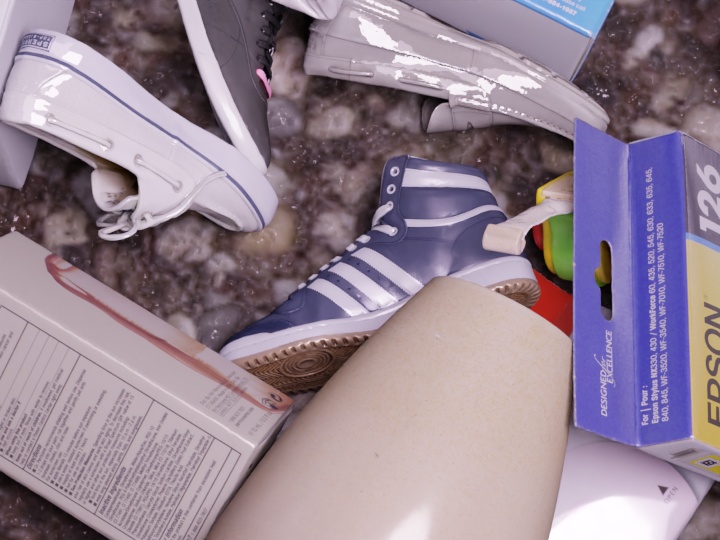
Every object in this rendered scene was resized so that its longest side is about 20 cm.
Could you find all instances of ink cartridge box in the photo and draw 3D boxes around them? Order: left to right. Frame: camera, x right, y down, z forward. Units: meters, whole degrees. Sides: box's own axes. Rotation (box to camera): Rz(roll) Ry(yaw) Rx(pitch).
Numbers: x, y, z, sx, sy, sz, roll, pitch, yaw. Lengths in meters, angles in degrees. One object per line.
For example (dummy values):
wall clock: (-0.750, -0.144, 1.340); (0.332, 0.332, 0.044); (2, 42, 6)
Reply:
ink cartridge box: (0.121, -0.247, 1.219); (0.144, 0.084, 0.201); (26, 74, 4)
ink cartridge box: (0.116, 0.091, 1.139); (0.200, 0.057, 0.163); (37, 75, 2)
ink cartridge box: (0.207, 0.024, 1.097); (0.199, 0.047, 0.199); (24, 57, -36)

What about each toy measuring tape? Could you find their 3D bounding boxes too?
toy measuring tape: (0.124, -0.016, 1.121); (0.074, 0.074, 0.200); (47, 32, 9)

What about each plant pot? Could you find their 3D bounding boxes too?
plant pot: (0.036, 0.112, 1.044); (0.187, 0.187, 0.201); (27, 78, 4)

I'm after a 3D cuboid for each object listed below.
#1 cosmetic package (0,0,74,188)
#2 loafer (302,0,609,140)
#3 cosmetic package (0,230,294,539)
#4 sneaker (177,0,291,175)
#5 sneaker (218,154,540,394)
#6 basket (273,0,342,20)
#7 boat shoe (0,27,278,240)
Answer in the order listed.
cosmetic package: (-0.286, -0.171, 1.124); (0.199, 0.167, 0.167); (13, 73, 1)
loafer: (0.060, -0.117, 1.189); (0.199, 0.070, 0.070); (22, 97, -4)
cosmetic package: (-0.152, 0.076, 1.085); (0.199, 0.087, 0.104); (32, 109, 4)
sneaker: (-0.061, -0.159, 1.186); (0.099, 0.071, 0.201); (-16, 71, -3)
sneaker: (0.000, 0.000, 1.147); (0.199, 0.070, 0.109); (-17, 65, 0)
basket: (-0.082, -0.260, 1.119); (0.199, 0.136, 0.124); (23, 72, 13)
boat shoe: (-0.133, -0.054, 1.106); (0.074, 0.202, 0.087); (9, 70, 44)
